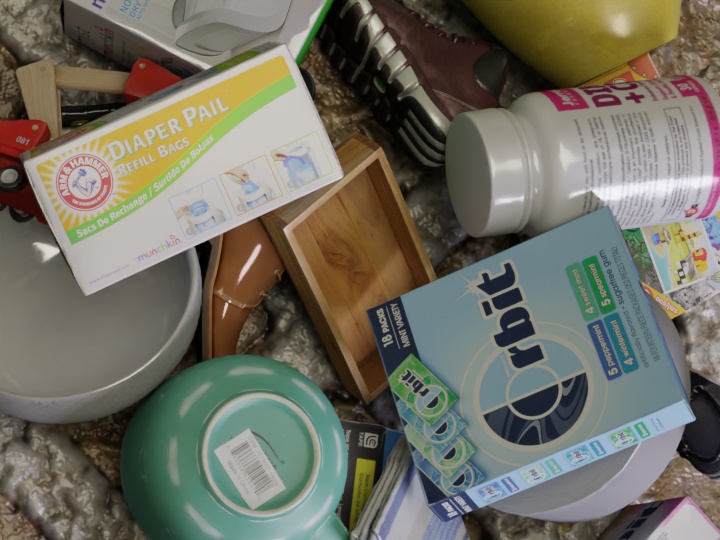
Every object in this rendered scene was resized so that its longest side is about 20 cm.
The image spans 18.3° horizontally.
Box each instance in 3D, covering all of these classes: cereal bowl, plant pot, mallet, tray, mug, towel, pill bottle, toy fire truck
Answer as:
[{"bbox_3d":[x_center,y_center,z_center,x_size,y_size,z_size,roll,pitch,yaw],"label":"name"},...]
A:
[{"bbox_3d":[-0.211,0.030,1.645,0.199,0.083,0.201,-4,56,5],"label":"cereal bowl"},{"bbox_3d":[0.177,-0.229,1.781,0.200,0.200,0.142,-27,94,-20],"label":"plant pot"},{"bbox_3d":[-0.134,-0.125,1.748,0.199,0.066,0.041,-7,77,-4],"label":"mallet"},{"bbox_3d":[0.000,0.000,1.697,0.099,0.037,0.200,-40,134,-17],"label":"tray"},{"bbox_3d":[-0.071,0.140,1.605,0.184,0.114,0.153,13,77,-16],"label":"mug"},{"bbox_3d":[0.052,0.234,1.669,0.200,0.024,0.147,67,29,-25],"label":"towel"},{"bbox_3d":[0.173,-0.084,1.710,0.199,0.113,0.114,-8,83,-19],"label":"pill bottle"},{"bbox_3d":[-0.241,-0.109,1.660,0.199,0.049,0.141,19,62,18],"label":"toy fire truck"}]

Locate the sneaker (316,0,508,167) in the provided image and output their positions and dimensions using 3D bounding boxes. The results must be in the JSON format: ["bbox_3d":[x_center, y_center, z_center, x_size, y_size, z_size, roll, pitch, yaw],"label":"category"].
[{"bbox_3d":[0.046,-0.180,1.789,0.115,0.076,0.200,-25,76,-30],"label":"sneaker"}]

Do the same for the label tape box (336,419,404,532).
[{"bbox_3d":[-0.054,0.182,1.699,0.199,0.066,0.144,11,77,-18],"label":"label tape box"}]

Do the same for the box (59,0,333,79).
[{"bbox_3d":[-0.103,-0.235,1.691,0.176,0.097,0.200,28,76,-1],"label":"box"}]

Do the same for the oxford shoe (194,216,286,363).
[{"bbox_3d":[-0.090,0.008,1.677,0.071,0.071,0.201,3,113,-13],"label":"oxford shoe"}]

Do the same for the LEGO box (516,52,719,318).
[{"bbox_3d":[0.207,-0.051,1.817,0.149,0.077,0.200,-27,89,-20],"label":"LEGO box"}]

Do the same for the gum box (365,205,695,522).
[{"bbox_3d":[0.121,0.068,1.638,0.199,0.045,0.170,-23,60,10],"label":"gum box"}]

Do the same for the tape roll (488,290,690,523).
[{"bbox_3d":[0.147,0.090,1.712,0.066,0.200,0.201,19,70,-56],"label":"tape roll"}]

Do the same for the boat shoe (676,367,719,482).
[{"bbox_3d":[0.238,0.112,1.740,0.092,0.200,0.075,12,95,-11],"label":"boat shoe"}]

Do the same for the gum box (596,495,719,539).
[{"bbox_3d":[0.187,0.269,1.732,0.200,0.113,0.066,-44,95,-20],"label":"gum box"}]

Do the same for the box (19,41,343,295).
[{"bbox_3d":[-0.127,-0.073,1.561,0.199,0.112,0.102,-25,100,-5],"label":"box"}]

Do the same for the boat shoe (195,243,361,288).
[{"bbox_3d":[-0.092,-0.046,1.726,0.200,0.066,0.074,31,109,-18],"label":"boat shoe"}]
